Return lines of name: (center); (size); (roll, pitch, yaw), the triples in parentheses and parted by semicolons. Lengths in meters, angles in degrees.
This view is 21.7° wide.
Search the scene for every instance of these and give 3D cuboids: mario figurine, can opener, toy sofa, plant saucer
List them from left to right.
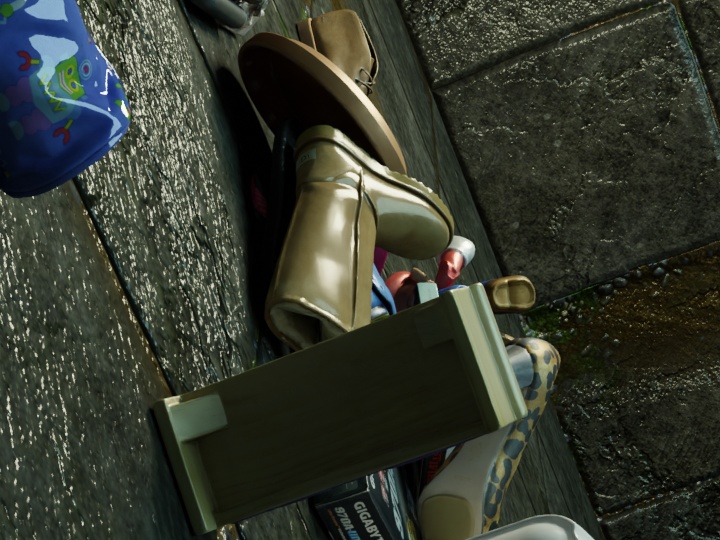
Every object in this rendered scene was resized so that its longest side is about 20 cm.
can opener: (-0.123, -0.250, 1.660); (0.067, 0.053, 0.200); (39, 5, 9)
plant saucer: (-0.028, -0.128, 1.638); (0.200, 0.032, 0.201); (42, -18, 17)
toy sofa: (-0.009, 0.080, 1.081); (0.098, 0.198, 0.084); (-2, 71, -75)
mario figurine: (0.092, 0.042, 1.679); (0.106, 0.123, 0.199); (55, -21, -21)

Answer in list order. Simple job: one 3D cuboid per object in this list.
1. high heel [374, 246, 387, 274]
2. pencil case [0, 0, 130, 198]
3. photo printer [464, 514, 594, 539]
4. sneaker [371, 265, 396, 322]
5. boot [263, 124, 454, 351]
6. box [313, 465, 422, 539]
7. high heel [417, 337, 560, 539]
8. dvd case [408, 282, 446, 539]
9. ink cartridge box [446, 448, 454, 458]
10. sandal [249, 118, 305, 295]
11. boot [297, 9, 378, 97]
high heel: (0.026, 0.024, 1.769); (0.068, 0.095, 0.201); (-94, 162, -62)
pencil case: (-0.177, -0.137, 0.895); (0.078, 0.087, 0.201); (20, -42, 56)
photo printer: (0.097, 0.263, 1.341); (0.070, 0.198, 0.167); (-98, 164, -54)
sneaker: (-0.008, 0.003, 1.629); (0.078, 0.066, 0.202); (9, -58, 64)
boot: (0.000, 0.000, 1.506); (0.174, 0.066, 0.201); (31, 40, -25)
box: (0.002, 0.158, 1.484); (0.201, 0.046, 0.160); (-99, 168, -50)
high heel: (0.115, 0.157, 1.519); (0.142, 0.071, 0.202); (-22, 123, -44)
dvd case: (0.053, 0.134, 1.591); (0.147, 0.022, 0.202); (-98, -170, -56)
ink cartridge box: (0.070, 0.162, 1.689); (0.200, 0.039, 0.101); (-136, -133, -80)
sandal: (-0.069, -0.047, 1.545); (0.075, 0.045, 0.201); (54, 32, -41)
boot: (-0.012, -0.208, 2.128); (0.074, 0.075, 0.202); (54, 20, -68)
